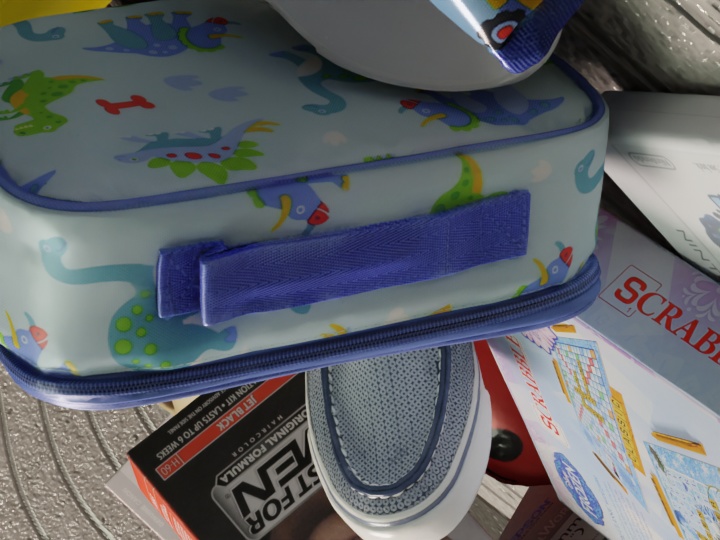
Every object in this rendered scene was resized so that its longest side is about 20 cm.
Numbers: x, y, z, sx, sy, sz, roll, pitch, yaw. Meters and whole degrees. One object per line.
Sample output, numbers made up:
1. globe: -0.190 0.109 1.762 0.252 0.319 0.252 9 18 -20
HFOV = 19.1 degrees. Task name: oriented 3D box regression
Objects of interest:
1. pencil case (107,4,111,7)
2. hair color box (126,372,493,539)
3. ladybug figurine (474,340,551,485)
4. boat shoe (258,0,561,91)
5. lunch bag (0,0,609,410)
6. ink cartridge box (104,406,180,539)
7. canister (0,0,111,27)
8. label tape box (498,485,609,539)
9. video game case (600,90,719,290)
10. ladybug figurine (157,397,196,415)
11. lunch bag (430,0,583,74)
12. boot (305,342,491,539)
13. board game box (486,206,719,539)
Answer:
1. pencil case: -0.161 -0.128 1.105 0.200 0.091 0.094 36 133 26
2. hair color box: -0.001 0.130 0.932 0.200 0.101 0.061 47 166 15
3. ladybug figurine: 0.042 0.032 0.963 0.200 0.072 0.136 37 168 29
4. boat shoe: -0.016 -0.110 0.675 0.200 0.072 0.068 24 -169 26
5. lunch bag: -0.032 -0.027 0.666 0.161 0.200 0.083 41 136 54
6. ink cartridge box: -0.104 0.182 1.881 0.200 0.176 0.045 47 169 -20
7. canister: -0.189 -0.107 0.947 0.087 0.200 0.148 48 169 -23
8. label tape box: 0.134 0.165 0.976 0.144 0.063 0.200 45 170 -15
9. video game case: 0.165 0.020 0.625 0.182 0.024 0.200 46 170 -19
10. ladybug figurine: -0.103 0.015 1.110 0.136 0.072 0.200 43 169 3
11. lunch bag: -0.019 -0.157 0.467 0.151 0.094 0.200 48 178 -42
12. boot: 0.000 0.000 0.800 0.090 0.073 0.200 58 -158 -49
13. board game box: 0.127 0.071 0.763 0.199 0.041 0.200 37 163 38
